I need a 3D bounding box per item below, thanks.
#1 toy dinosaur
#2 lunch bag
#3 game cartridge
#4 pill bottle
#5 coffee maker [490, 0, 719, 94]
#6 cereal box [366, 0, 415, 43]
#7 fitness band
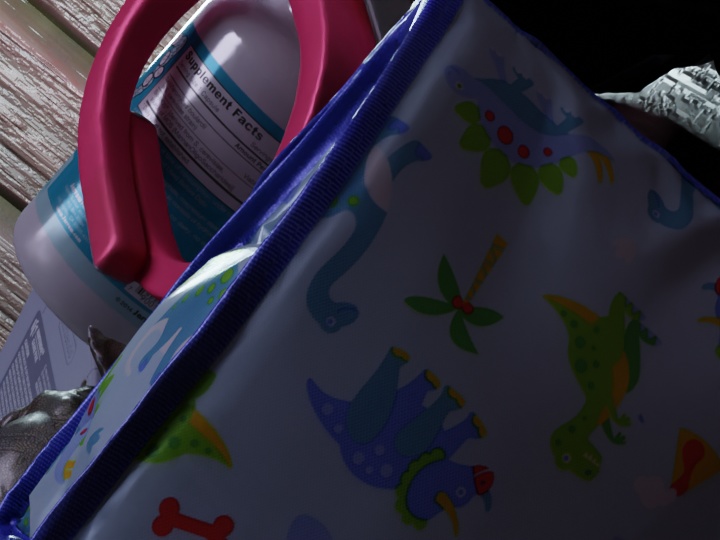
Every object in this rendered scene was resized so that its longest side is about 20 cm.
[{"bbox_3d":[-0.129,0.090,0.712,0.200,0.077,0.102,-49,-1,-33],"label":"toy dinosaur"},{"bbox_3d":[0.024,0.049,0.509,0.200,0.170,0.127,-52,11,-1],"label":"lunch bag"},{"bbox_3d":[-0.163,0.077,1.026,0.134,0.040,0.200,-63,25,19],"label":"game cartridge"},{"bbox_3d":[-0.061,-0.053,0.884,0.200,0.111,0.111,-46,11,13],"label":"pill bottle"},{"bbox_3d":[0.109,-0.149,0.759,0.200,0.191,0.136,166,126,-75],"label":"coffee maker"},{"bbox_3d":[0.019,-0.121,0.750,0.039,0.201,0.144,-15,22,4],"label":"cereal box"},{"bbox_3d":[-0.055,-0.070,0.767,0.144,0.037,0.201,-42,38,22],"label":"fitness band"}]
